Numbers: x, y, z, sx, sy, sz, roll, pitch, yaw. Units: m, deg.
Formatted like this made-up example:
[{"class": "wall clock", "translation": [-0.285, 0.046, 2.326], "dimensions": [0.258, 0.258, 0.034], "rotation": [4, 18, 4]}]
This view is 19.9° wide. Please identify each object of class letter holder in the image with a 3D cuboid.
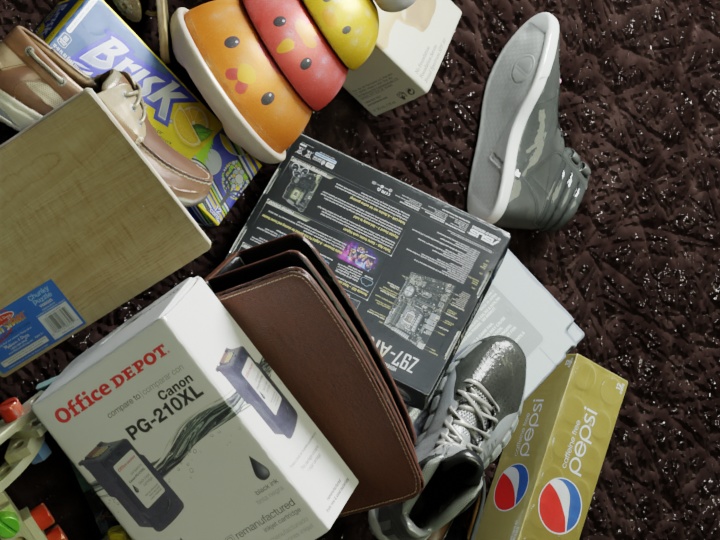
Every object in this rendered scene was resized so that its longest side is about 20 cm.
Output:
[{"class": "letter holder", "translation": [-0.025, 0.076, 1.566], "dimensions": [0.200, 0.142, 0.101], "rotation": [61, 37, -13]}]

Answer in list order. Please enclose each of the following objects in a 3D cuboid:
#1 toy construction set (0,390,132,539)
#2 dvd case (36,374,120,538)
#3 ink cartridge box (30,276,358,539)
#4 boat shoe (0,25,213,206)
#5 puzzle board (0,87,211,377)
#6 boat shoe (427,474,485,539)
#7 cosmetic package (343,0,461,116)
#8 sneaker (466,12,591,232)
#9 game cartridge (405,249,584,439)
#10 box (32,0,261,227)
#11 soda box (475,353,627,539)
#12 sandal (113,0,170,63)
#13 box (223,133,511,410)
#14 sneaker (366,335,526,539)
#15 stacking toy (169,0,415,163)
[{"class": "toy construction set", "translation": [-0.230, 0.194, 1.541], "dimensions": [0.131, 0.092, 0.200], "rotation": [-32, 98, -7]}, {"class": "dvd case", "translation": [-0.147, 0.152, 1.605], "dimensions": [0.146, 0.022, 0.200], "rotation": [-24, 102, -5]}, {"class": "ink cartridge box", "translation": [-0.123, 0.128, 1.519], "dimensions": [0.200, 0.145, 0.084], "rotation": [53, 26, -7]}, {"class": "boat shoe", "translation": [-0.191, -0.113, 1.533], "dimensions": [0.200, 0.076, 0.072], "rotation": [29, 101, -22]}, {"class": "puzzle board", "translation": [-0.234, -0.026, 1.524], "dimensions": [0.151, 0.200, 0.017], "rotation": [53, 17, -21]}, {"class": "boat shoe", "translation": [0.054, 0.255, 1.749], "dimensions": [0.072, 0.068, 0.200], "rotation": [29, 72, -31]}, {"class": "cosmetic package", "translation": [-0.016, -0.236, 1.720], "dimensions": [0.200, 0.071, 0.105], "rotation": [41, 52, -26]}, {"class": "sneaker", "translation": [0.164, -0.126, 1.852], "dimensions": [0.099, 0.071, 0.200], "rotation": [18, 82, -34]}, {"class": "game cartridge", "translation": [0.077, 0.075, 1.712], "dimensions": [0.200, 0.040, 0.133], "rotation": [-44, 97, -17]}, {"class": "box", "translation": [-0.175, -0.123, 1.618], "dimensions": [0.200, 0.064, 0.070], "rotation": [46, 63, -22]}, {"class": "soda box", "translation": [0.168, 0.177, 1.832], "dimensions": [0.068, 0.064, 0.200], "rotation": [29, 71, -29]}, {"class": "sandal", "translation": [-0.191, -0.263, 1.630], "dimensions": [0.069, 0.078, 0.212], "rotation": [-4, 81, -3]}, {"class": "box", "translation": [0.000, 0.000, 1.677], "dimensions": [0.200, 0.044, 0.160], "rotation": [25, 68, 7]}, {"class": "sneaker", "translation": [0.087, 0.136, 1.627], "dimensions": [0.075, 0.115, 0.200], "rotation": [34, 75, -8]}, {"class": "stacking toy", "translation": [-0.037, -0.193, 1.623], "dimensions": [0.200, 0.146, 0.146], "rotation": [-35, 110, 9]}]
